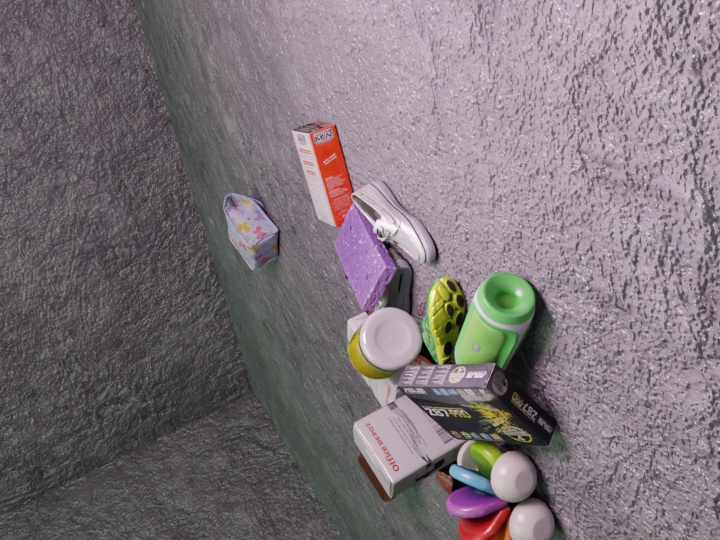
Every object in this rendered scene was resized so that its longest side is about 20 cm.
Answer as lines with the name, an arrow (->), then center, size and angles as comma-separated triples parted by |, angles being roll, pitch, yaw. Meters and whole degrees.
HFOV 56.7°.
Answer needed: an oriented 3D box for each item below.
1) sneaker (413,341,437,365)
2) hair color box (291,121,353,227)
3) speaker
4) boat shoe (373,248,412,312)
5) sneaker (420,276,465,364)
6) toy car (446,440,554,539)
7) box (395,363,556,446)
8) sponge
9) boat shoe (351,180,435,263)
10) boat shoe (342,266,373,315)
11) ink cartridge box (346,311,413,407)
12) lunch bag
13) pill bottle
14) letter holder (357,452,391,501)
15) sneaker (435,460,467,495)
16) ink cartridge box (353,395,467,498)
sneaker -> 0.160, 0.216, 1.239 | 0.201, 0.067, 0.108 | 49, 155, 48
hair color box -> -0.071, -0.198, 1.369 | 0.101, 0.061, 0.200 | 30, 141, 59
speaker -> 0.193, 0.089, 0.977 | 0.088, 0.088, 0.200 | 55, 158, 28
boat shoe -> 0.061, 0.042, 1.311 | 0.200, 0.072, 0.062 | 101, 155, -43
sneaker -> 0.133, 0.091, 1.150 | 0.084, 0.074, 0.200 | 40, 148, 44
toy car -> 0.221, 0.396, 1.155 | 0.200, 0.150, 0.175 | 69, 161, -7
box -> 0.176, 0.207, 1.036 | 0.161, 0.049, 0.200 | 45, 149, -23
sponge -> 0.004, -0.029, 1.293 | 0.112, 0.030, 0.200 | -64, 33, 33
boat shoe -> 0.053, -0.076, 1.176 | 0.200, 0.067, 0.074 | 52, 156, 35
boat shoe -> 0.000, 0.000, 1.399 | 0.200, 0.070, 0.070 | 61, 161, 19
ink cartridge box -> 0.054, 0.204, 1.468 | 0.200, 0.084, 0.146 | 54, 157, 30
lunch bag -> -0.343, -0.132, 2.059 | 0.200, 0.127, 0.170 | 48, 158, 19
pill bottle -> 0.039, 0.144, 1.255 | 0.113, 0.112, 0.200 | 62, 163, 10
letter holder -> 0.081, 0.501, 1.717 | 0.142, 0.100, 0.200 | 57, 159, 20
sneaker -> 0.214, 0.447, 1.384 | 0.200, 0.074, 0.087 | 48, 167, 50
ink cartridge box -> 0.104, 0.325, 1.301 | 0.147, 0.200, 0.083 | 53, 157, 33
